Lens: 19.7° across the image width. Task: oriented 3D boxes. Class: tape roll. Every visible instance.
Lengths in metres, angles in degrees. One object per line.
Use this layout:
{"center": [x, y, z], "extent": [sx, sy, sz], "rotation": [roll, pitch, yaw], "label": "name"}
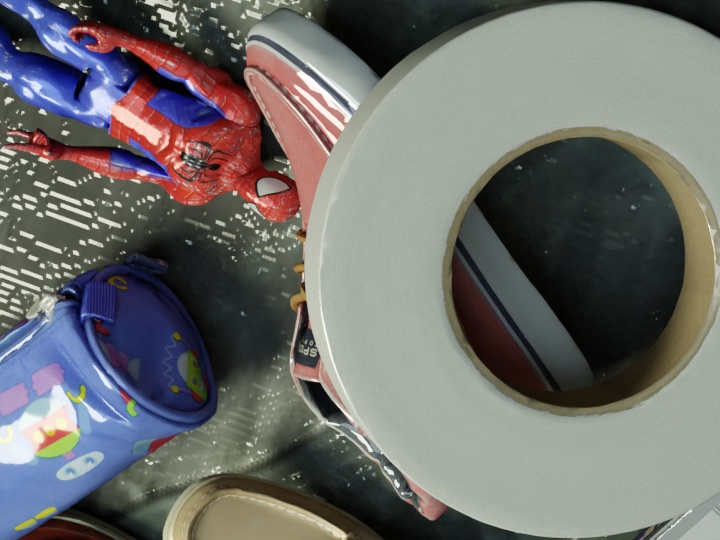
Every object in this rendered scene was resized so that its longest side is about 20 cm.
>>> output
{"center": [0.080, -0.001, 0.775], "extent": [0.203, 0.037, 0.203], "rotation": [-1, 97, -11], "label": "tape roll"}

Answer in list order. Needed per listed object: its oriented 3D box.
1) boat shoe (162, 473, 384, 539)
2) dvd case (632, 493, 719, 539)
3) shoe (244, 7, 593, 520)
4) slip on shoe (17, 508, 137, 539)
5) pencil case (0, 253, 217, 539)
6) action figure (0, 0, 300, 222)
{"center": [0.009, 0.150, 0.879], "extent": [0.200, 0.069, 0.074], "rotation": [33, 76, -6], "label": "boat shoe"}
{"center": [0.191, 0.179, 0.876], "extent": [0.200, 0.025, 0.150], "rotation": [42, 117, -3], "label": "dvd case"}
{"center": [0.000, 0.000, 0.811], "extent": [0.091, 0.071, 0.200], "rotation": [-41, 103, -13], "label": "shoe"}
{"center": [-0.075, 0.169, 0.930], "extent": [0.200, 0.061, 0.074], "rotation": [23, 115, 5], "label": "slip on shoe"}
{"center": [-0.155, 0.072, 0.902], "extent": [0.200, 0.078, 0.087], "rotation": [-33, 117, 25], "label": "pencil case"}
{"center": [-0.111, -0.076, 0.847], "extent": [0.200, 0.052, 0.065], "rotation": [30, 114, 0], "label": "action figure"}
